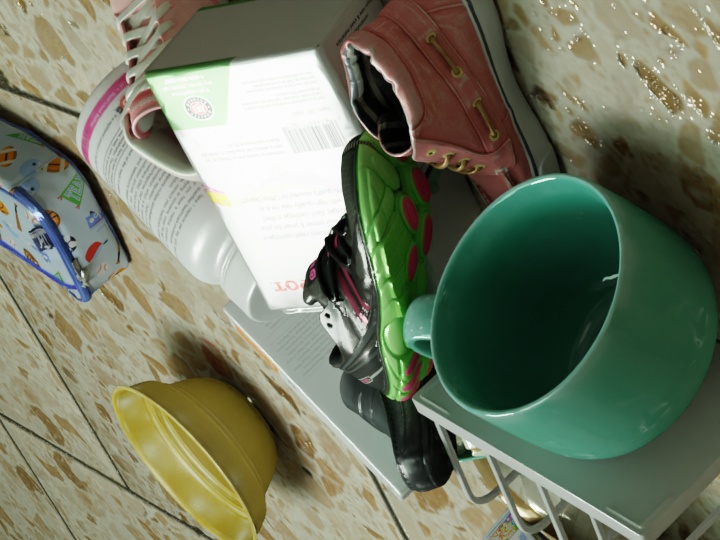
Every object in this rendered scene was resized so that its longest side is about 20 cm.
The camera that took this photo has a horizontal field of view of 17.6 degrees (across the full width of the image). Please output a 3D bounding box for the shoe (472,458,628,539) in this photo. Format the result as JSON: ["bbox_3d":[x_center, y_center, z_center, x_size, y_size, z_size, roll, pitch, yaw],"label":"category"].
[{"bbox_3d":[0.161,0.176,1.702,0.200,0.053,0.070,43,-167,25],"label":"shoe"}]

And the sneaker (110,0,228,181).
[{"bbox_3d":[-0.133,-0.144,1.605,0.075,0.105,0.200,-38,77,31],"label":"sneaker"}]

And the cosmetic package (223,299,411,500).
[{"bbox_3d":[-0.013,0.083,1.810,0.200,0.071,0.101,46,175,7],"label":"cosmetic package"}]

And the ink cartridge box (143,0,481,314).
[{"bbox_3d":[-0.027,-0.077,1.522,0.145,0.084,0.200,-5,126,35],"label":"ink cartridge box"}]

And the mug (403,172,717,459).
[{"bbox_3d":[0.126,0.027,1.377,0.114,0.152,0.185,27,-170,-36],"label":"mug"}]

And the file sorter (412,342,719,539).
[{"bbox_3d":[0.163,0.114,1.467,0.200,0.139,0.125,29,153,42],"label":"file sorter"}]

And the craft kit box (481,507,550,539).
[{"bbox_3d":[0.185,0.266,1.668,0.200,0.049,0.198,40,178,-9],"label":"craft kit box"}]

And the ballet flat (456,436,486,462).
[{"bbox_3d":[0.087,0.110,1.657,0.200,0.070,0.067,-19,102,57],"label":"ballet flat"}]

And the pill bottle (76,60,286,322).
[{"bbox_3d":[-0.108,-0.062,1.706,0.200,0.113,0.113,46,159,24],"label":"pill bottle"}]

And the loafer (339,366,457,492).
[{"bbox_3d":[0.022,0.084,1.585,0.201,0.070,0.068,-100,-11,-56],"label":"loafer"}]

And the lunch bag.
[{"bbox_3d":[-0.307,-0.057,2.181,0.200,0.076,0.160,33,156,38],"label":"lunch bag"}]

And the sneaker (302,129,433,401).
[{"bbox_3d":[0.000,0.000,1.460,0.084,0.077,0.200,13,130,20],"label":"sneaker"}]

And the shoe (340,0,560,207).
[{"bbox_3d":[0.053,-0.086,1.407,0.071,0.091,0.200,26,149,45],"label":"shoe"}]

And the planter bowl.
[{"bbox_3d":[-0.139,0.162,2.202,0.200,0.083,0.201,41,158,21],"label":"planter bowl"}]
